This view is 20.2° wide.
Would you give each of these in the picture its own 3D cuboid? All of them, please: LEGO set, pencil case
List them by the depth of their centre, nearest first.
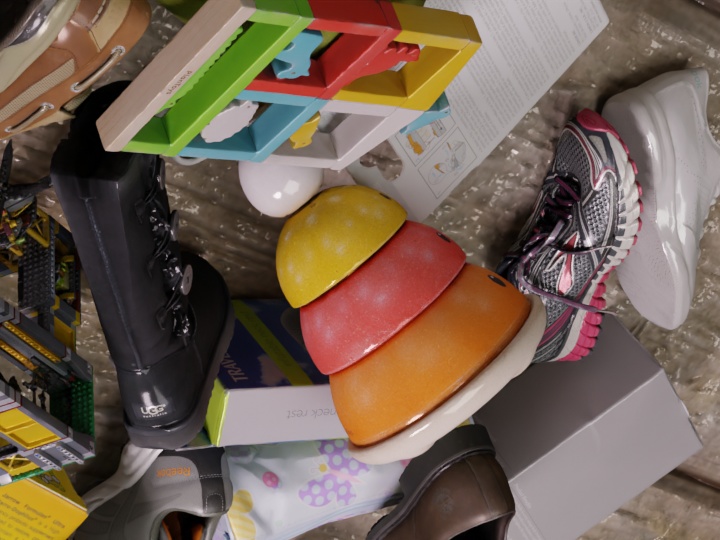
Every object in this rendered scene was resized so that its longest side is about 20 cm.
[{"bbox_3d":[-0.228,0.033,1.113,0.153,0.201,0.116,-11,149,23],"label":"LEGO set"},{"bbox_3d":[-0.016,0.135,1.391,0.199,0.091,0.083,-18,130,-19],"label":"pencil case"}]

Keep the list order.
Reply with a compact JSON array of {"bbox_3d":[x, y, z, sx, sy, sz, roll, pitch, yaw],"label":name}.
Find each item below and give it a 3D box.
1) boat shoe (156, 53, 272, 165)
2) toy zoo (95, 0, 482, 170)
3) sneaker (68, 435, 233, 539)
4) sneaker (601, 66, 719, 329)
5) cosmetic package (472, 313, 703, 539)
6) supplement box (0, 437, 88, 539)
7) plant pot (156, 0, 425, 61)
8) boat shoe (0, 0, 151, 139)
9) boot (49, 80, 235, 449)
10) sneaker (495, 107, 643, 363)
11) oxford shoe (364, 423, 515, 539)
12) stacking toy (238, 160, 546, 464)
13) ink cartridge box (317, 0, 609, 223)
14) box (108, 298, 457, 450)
[{"bbox_3d":[-0.038,-0.130,1.187,0.202,0.086,0.075,-34,133,-3],"label":"boat shoe"},{"bbox_3d":[-0.025,-0.100,1.081,0.200,0.021,0.131,2,149,-42],"label":"toy zoo"},{"bbox_3d":[-0.139,0.168,1.328,0.074,0.080,0.200,-2,149,-29],"label":"sneaker"},{"bbox_3d":[0.225,-0.049,1.413,0.088,0.075,0.200,-29,132,-24],"label":"sneaker"},{"bbox_3d":[0.140,0.135,1.485,0.200,0.090,0.107,-36,133,-6],"label":"cosmetic package"},{"bbox_3d":[-0.284,0.166,1.247,0.200,0.109,0.109,-47,132,7],"label":"supplement box"},{"bbox_3d":[-0.051,-0.202,1.075,0.200,0.201,0.193,-37,145,-1],"label":"plant pot"},{"bbox_3d":[-0.179,-0.103,1.074,0.074,0.076,0.200,22,150,-28],"label":"boat shoe"},{"bbox_3d":[-0.126,-0.023,1.171,0.065,0.165,0.200,-10,127,5],"label":"boot"},{"bbox_3d":[0.135,-0.016,1.374,0.074,0.081,0.201,-5,125,-24],"label":"sneaker"},{"bbox_3d":[0.052,0.192,1.358,0.072,0.085,0.200,-16,150,-24],"label":"oxford shoe"},{"bbox_3d":[0.000,0.000,1.183,0.146,0.146,0.200,-39,100,1],"label":"stacking toy"},{"bbox_3d":[0.050,-0.137,1.225,0.200,0.050,0.162,-45,140,-7],"label":"ink cartridge box"},{"bbox_3d":[-0.046,0.063,1.298,0.199,0.122,0.048,-1,117,-30],"label":"box"}]
